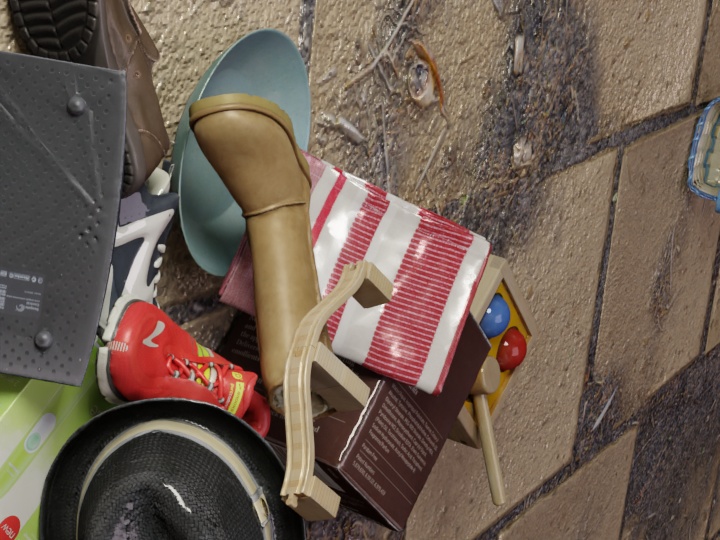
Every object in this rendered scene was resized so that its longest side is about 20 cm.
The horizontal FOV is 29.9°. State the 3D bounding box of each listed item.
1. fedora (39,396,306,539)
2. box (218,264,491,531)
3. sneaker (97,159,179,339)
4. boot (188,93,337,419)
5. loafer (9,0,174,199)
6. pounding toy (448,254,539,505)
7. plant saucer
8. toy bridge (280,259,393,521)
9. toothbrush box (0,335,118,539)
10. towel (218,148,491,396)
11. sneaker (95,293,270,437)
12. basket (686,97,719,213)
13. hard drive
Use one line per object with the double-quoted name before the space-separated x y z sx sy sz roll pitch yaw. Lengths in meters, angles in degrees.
"fedora" -0.127 0.188 0.877 0.092 0.200 0.201 -79 -179 -81
"box" -0.012 0.095 1.210 0.200 0.166 0.164 -61 147 -18
"sneaker" -0.164 -0.013 0.994 0.130 0.079 0.199 -53 135 -15
"boot" -0.062 -0.008 0.976 0.175 0.066 0.201 42 37 -62
"loafer" -0.177 -0.150 0.901 0.071 0.073 0.201 -37 121 -58
"pounding toy" 0.110 0.108 1.438 0.200 0.142 0.184 -61 147 -20
"plant saucer" -0.103 -0.096 1.078 0.201 0.039 0.202 -45 143 -50
"toy bridge" -0.023 0.074 0.932 0.067 0.027 0.200 46 45 -36
"toothbrush box" -0.248 0.136 0.931 0.200 0.086 0.146 -55 145 -25
"towel" 0.000 0.000 1.103 0.144 0.199 0.023 -68 -169 -16
"sneaker" -0.117 0.074 0.951 0.200 0.085 0.077 50 49 -61
"basket" 0.569 -0.180 2.035 0.200 0.139 0.177 -18 121 -65
"hard drive" -0.218 -0.036 0.856 0.042 0.134 0.201 -69 168 -83
